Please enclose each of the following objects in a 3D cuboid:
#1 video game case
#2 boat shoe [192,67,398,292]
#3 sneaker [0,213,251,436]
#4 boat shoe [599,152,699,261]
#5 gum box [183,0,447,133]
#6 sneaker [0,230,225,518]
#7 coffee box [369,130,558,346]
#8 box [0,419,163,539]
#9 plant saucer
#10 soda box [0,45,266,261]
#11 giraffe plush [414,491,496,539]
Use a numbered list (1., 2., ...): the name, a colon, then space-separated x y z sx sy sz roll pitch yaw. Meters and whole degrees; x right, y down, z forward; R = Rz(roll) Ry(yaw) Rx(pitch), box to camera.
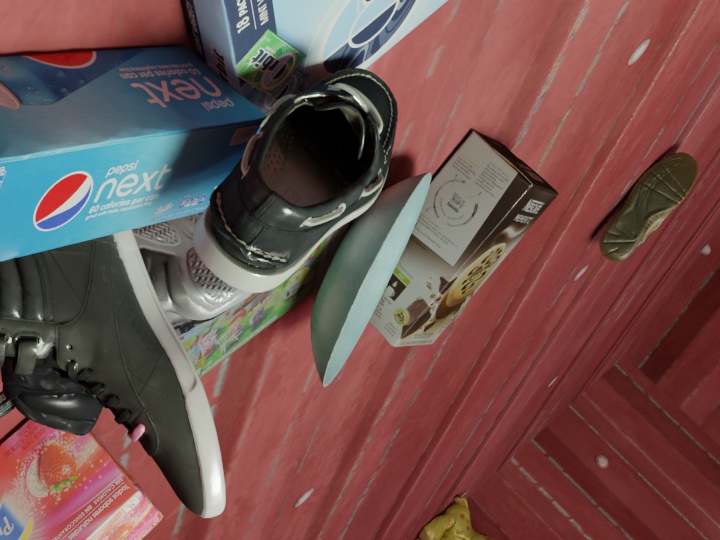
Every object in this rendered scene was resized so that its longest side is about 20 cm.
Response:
1. video game case: -0.080 0.002 0.938 0.199 0.022 0.183 -37 160 -29
2. boat shoe: -0.017 -0.062 0.644 0.060 0.075 0.201 -49 -172 38
3. sneaker: -0.148 0.034 0.768 0.199 0.076 0.114 -19 149 -46
4. boat shoe: 0.438 -0.099 1.886 0.200 0.074 0.066 -46 176 4
5. gum box: -0.007 -0.173 0.683 0.200 0.045 0.170 -41 163 -16
6. sneaker: -0.146 0.050 0.640 0.098 0.202 0.071 -24 176 -25
7. coffee box: 0.088 -0.027 1.175 0.201 0.080 0.113 -51 162 14
8. box: -0.248 0.200 0.858 0.200 0.095 0.103 -42 163 -14
9. plant saucer: 0.000 0.000 1.040 0.203 0.038 0.201 -62 174 -10
10. soda box: -0.137 -0.059 0.586 0.199 0.068 0.065 -19 147 -56
11. giraffe plush: 0.240 0.651 2.914 0.200 0.162 0.173 -42 162 -12
